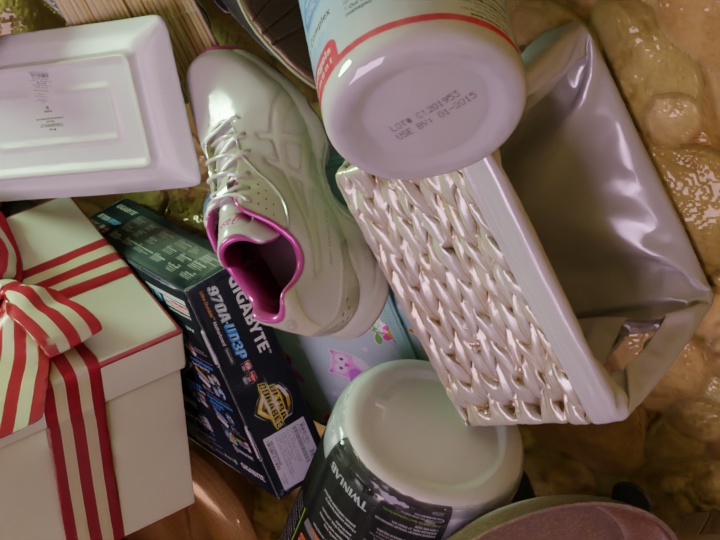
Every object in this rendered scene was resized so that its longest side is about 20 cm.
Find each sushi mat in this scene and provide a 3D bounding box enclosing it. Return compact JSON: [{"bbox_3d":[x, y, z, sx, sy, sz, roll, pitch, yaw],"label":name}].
[{"bbox_3d":[-0.153,-0.183,1.437,0.095,0.012,0.201,-10,124,28],"label":"sushi mat"}]

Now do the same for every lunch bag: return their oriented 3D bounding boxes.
[{"bbox_3d":[0.000,0.000,1.495,0.160,0.077,0.201,-8,117,37],"label":"lunch bag"}]

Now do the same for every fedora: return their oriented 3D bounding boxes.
[{"bbox_3d":[-0.133,0.174,1.705,0.200,0.082,0.201,18,131,22],"label":"fedora"}]

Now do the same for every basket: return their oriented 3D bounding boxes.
[{"bbox_3d":[0.095,-0.021,1.383,0.123,0.136,0.201,-10,115,42],"label":"basket"}]

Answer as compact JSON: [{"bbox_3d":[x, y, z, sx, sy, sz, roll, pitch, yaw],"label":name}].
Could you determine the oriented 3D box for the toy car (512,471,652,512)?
[{"bbox_3d":[0.133,0.223,1.533,0.163,0.158,0.201,6,113,15],"label":"toy car"}]

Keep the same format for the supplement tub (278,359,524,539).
[{"bbox_3d":[0.017,0.161,1.472,0.122,0.123,0.201,32,134,10],"label":"supplement tub"}]

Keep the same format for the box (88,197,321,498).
[{"bbox_3d":[-0.106,0.048,1.557,0.200,0.046,0.160,25,141,60],"label":"box"}]

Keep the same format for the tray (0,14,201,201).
[{"bbox_3d":[-0.187,-0.096,1.481,0.199,0.022,0.108,-2,104,40],"label":"tray"}]

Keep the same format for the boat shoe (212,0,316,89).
[{"bbox_3d":[-0.063,-0.187,1.413,0.201,0.072,0.066,50,167,-1],"label":"boat shoe"}]

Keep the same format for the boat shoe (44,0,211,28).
[{"bbox_3d":[-0.179,-0.197,1.485,0.199,0.062,0.075,28,131,-2],"label":"boat shoe"}]

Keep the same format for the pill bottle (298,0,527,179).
[{"bbox_3d":[0.019,-0.154,1.283,0.108,0.201,0.109,-7,139,-6],"label":"pill bottle"}]

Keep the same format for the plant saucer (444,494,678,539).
[{"bbox_3d":[0.096,0.198,1.417,0.037,0.199,0.201,-117,29,-43],"label":"plant saucer"}]

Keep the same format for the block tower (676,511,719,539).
[{"bbox_3d":[0.253,0.243,1.521,0.054,0.058,0.201,-7,119,36],"label":"block tower"}]

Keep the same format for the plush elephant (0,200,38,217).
[{"bbox_3d":[-0.305,-0.040,1.610,0.199,0.155,0.166,4,123,30],"label":"plush elephant"}]

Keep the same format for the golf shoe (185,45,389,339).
[{"bbox_3d":[-0.059,-0.049,1.394,0.075,0.091,0.201,-44,67,35],"label":"golf shoe"}]

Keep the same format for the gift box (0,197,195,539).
[{"bbox_3d":[-0.224,0.081,1.520,0.184,0.199,0.188,41,145,38],"label":"gift box"}]
